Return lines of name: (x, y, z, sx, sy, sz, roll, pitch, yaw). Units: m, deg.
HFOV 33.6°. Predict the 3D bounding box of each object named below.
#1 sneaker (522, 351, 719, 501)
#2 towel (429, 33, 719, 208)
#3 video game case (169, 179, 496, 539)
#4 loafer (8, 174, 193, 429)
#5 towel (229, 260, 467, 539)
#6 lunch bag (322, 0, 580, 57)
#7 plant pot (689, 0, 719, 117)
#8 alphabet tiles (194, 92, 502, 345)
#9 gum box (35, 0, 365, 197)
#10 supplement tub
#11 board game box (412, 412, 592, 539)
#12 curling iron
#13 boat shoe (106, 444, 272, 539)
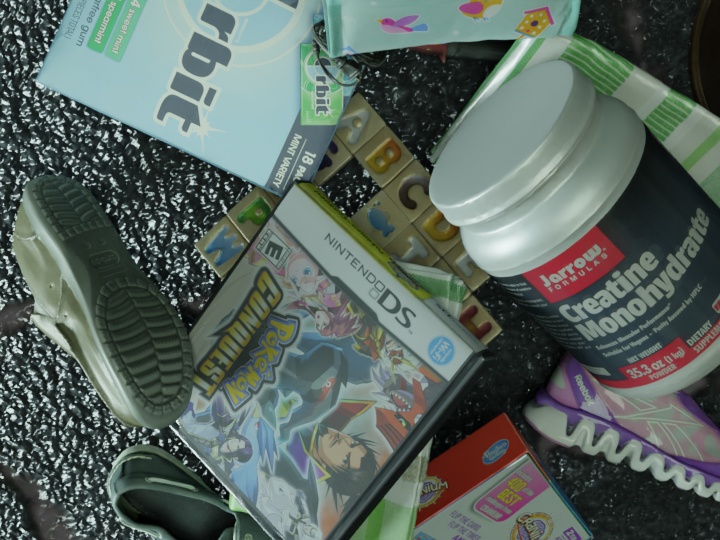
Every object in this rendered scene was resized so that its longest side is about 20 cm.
sneaker: (0.226, 0.109, 0.899, 0.199, 0.080, 0.089, 21, 93, -6)
towel: (0.167, -0.077, 0.844, 0.199, 0.023, 0.153, 30, 131, -9)
video game case: (-0.035, 0.072, 0.808, 0.181, 0.025, 0.200, 43, 107, 19)
loafer: (-0.185, 0.028, 0.839, 0.070, 0.075, 0.201, -44, 68, 37)
towel: (-0.012, 0.086, 0.828, 0.148, 0.031, 0.202, 13, 96, 26)
lunch bag: (0.049, -0.250, 0.768, 0.169, 0.122, 0.201, -4, 59, -3)
plant pot: (0.345, -0.144, 0.787, 0.199, 0.198, 0.202, -1, 102, -2)
alphabet tiles: (0.000, 0.000, 0.854, 0.167, 0.008, 0.200, -42, 77, 6)
gum box: (-0.096, -0.164, 0.827, 0.199, 0.045, 0.171, 25, 93, -9)
supplement tub: (0.155, -0.024, 0.784, 0.200, 0.140, 0.140, 42, 97, -21)
board game box: (0.060, 0.208, 0.887, 0.199, 0.040, 0.153, -34, 136, 4)
curling iron: (0.054, -0.150, 0.825, 0.199, 0.026, 0.050, -3, 69, -30)
boat shoe: (-0.106, 0.207, 0.905, 0.199, 0.062, 0.073, 35, 98, -10)
